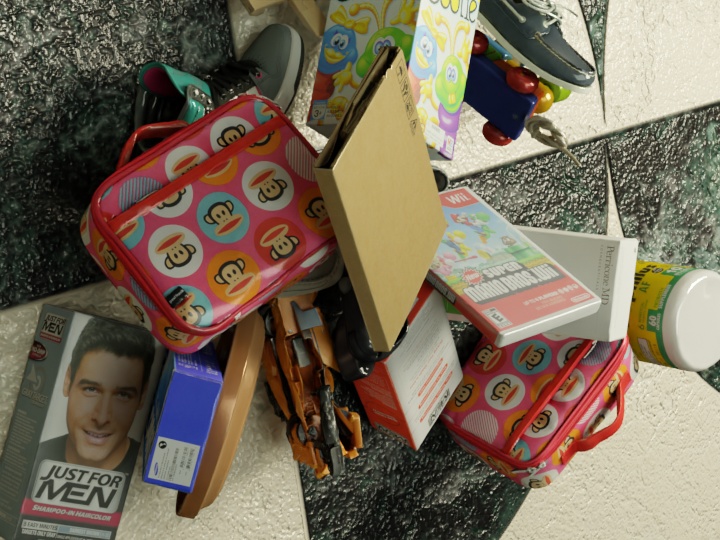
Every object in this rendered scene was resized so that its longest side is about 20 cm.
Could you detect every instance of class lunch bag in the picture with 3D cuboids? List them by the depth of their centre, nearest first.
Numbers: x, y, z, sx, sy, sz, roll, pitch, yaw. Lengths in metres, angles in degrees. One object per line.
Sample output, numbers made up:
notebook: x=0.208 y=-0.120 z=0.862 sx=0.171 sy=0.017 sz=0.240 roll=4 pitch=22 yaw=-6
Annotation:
lunch bag: x=-0.123 y=-0.050 z=1.118 sx=0.200 sy=0.082 sz=0.176 roll=-37 pitch=86 yaw=-29
lunch bag: x=0.198 y=0.130 z=1.453 sx=0.200 sy=0.176 sz=0.082 roll=-50 pitch=141 yaw=-14

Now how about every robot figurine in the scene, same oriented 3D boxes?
robot figurine: x=-0.052 y=0.099 z=1.286 sx=0.058 sy=0.145 sz=0.200 roll=-19 pitch=98 yaw=-20

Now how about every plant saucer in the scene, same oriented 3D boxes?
plant saucer: x=-0.121 y=0.121 z=1.202 sx=0.032 sy=0.200 sz=0.201 roll=16 pitch=86 yaw=-8

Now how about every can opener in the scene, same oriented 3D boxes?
can opener: x=0.000 y=0.000 z=1.243 sx=0.063 sy=0.079 sz=0.200 roll=34 pitch=44 yaw=-47

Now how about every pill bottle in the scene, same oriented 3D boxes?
pill bottle: x=0.306 y=0.043 z=1.526 sx=0.113 sy=0.200 sz=0.113 roll=-7 pitch=101 yaw=-38

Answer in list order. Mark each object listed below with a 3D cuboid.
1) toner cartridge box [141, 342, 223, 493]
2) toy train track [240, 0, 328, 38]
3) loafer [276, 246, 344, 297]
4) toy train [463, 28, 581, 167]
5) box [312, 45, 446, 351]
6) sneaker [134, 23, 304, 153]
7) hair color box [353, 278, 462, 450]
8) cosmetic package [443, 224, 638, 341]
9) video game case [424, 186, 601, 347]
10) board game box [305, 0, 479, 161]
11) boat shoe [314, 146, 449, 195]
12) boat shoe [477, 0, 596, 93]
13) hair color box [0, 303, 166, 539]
toner cartridge box: x=-0.154 y=0.116 z=1.166 sx=0.043 sy=0.200 sz=0.095 roll=17 pitch=93 yaw=-10
toy train track: x=-0.043 y=-0.276 z=1.304 sx=0.200 sy=0.033 sz=0.115 roll=-29 pitch=84 yaw=-39
loafer: x=-0.114 y=-0.019 z=1.197 sx=0.199 sy=0.070 sz=0.070 roll=5 pitch=76 yaw=2
toy train: x=0.181 y=-0.177 z=1.410 sx=0.116 sy=0.200 sz=0.085 roll=-26 pitch=149 yaw=-43
box: x=0.021 y=-0.058 z=1.137 sx=0.164 sy=0.021 sz=0.200 roll=-63 pitch=148 yaw=-40
sneaker: x=-0.136 y=-0.161 z=1.221 sx=0.121 sy=0.084 sz=0.200 roll=40 pitch=69 yaw=-42
hair color box: x=0.043 y=0.088 z=1.354 sx=0.102 sy=0.061 sz=0.200 roll=-55 pitch=153 yaw=-21
cosmetic package: x=0.177 y=0.008 z=1.411 sx=0.085 sy=0.200 sz=0.108 roll=-2 pitch=97 yaw=-66
video game case: x=0.116 y=-0.009 z=1.308 sx=0.143 sy=0.200 sz=0.017 roll=-16 pitch=137 yaw=-39
board game box: x=0.036 y=-0.212 z=1.265 sx=0.105 sy=0.103 sz=0.200 roll=25 pitch=71 yaw=-54
boat shoe: x=0.002 y=-0.083 z=1.347 sx=0.199 sy=0.068 sz=0.074 roll=1 pitch=96 yaw=-39
boat shoe: x=0.168 y=-0.256 z=1.383 sx=0.075 sy=0.200 sz=0.062 roll=-5 pitch=135 yaw=-56
hair color box: x=-0.246 y=0.138 z=1.185 sx=0.099 sy=0.061 sz=0.200 roll=18 pitch=85 yaw=-39
